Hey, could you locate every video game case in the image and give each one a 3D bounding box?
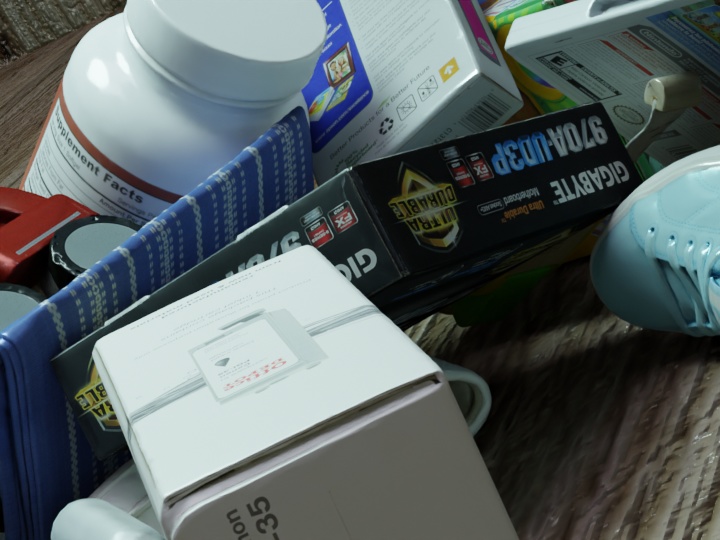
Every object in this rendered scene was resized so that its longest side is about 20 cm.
[{"bbox_3d":[0.173,-0.078,0.993,0.200,0.143,0.018,-11,54,52],"label":"video game case"}]

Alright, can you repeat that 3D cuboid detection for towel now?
[{"bbox_3d":[-0.081,0.036,1.011,0.024,0.145,0.200,21,40,27],"label":"towel"}]

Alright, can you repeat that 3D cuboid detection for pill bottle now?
[{"bbox_3d":[-0.089,-0.043,1.102,0.112,0.112,0.200,-48,-12,-54],"label":"pill bottle"}]

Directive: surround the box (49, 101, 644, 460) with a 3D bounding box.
[{"bbox_3d":[0.000,0.000,0.956,0.159,0.046,0.200,-31,-7,32],"label":"box"}]

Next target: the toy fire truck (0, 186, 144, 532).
[{"bbox_3d":[-0.204,0.034,1.030,0.200,0.129,0.176,27,40,24],"label":"toy fire truck"}]

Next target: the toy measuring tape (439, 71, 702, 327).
[{"bbox_3d":[0.074,-0.045,1.067,0.074,0.074,0.200,-41,-7,-41],"label":"toy measuring tape"}]

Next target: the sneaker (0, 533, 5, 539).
[{"bbox_3d":[-0.218,0.150,0.988,0.200,0.076,0.105,-42,-28,-13],"label":"sneaker"}]

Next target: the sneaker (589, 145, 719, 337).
[{"bbox_3d":[0.143,-0.002,0.894,0.082,0.074,0.200,-37,14,-36],"label":"sneaker"}]

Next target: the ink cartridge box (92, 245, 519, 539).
[{"bbox_3d":[-0.004,0.087,0.709,0.083,0.147,0.200,-26,14,-6],"label":"ink cartridge box"}]

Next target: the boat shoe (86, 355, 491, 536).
[{"bbox_3d":[-0.034,0.086,0.937,0.200,0.071,0.069,-34,13,-26],"label":"boat shoe"}]

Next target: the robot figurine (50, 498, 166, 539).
[{"bbox_3d":[-0.103,0.150,0.748,0.200,0.113,0.170,-1,61,64],"label":"robot figurine"}]

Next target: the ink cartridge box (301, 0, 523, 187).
[{"bbox_3d":[0.005,-0.112,1.130,0.095,0.037,0.200,-42,42,21],"label":"ink cartridge box"}]

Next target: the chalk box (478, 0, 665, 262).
[{"bbox_3d":[0.099,-0.083,1.171,0.200,0.125,0.124,-19,17,40],"label":"chalk box"}]
